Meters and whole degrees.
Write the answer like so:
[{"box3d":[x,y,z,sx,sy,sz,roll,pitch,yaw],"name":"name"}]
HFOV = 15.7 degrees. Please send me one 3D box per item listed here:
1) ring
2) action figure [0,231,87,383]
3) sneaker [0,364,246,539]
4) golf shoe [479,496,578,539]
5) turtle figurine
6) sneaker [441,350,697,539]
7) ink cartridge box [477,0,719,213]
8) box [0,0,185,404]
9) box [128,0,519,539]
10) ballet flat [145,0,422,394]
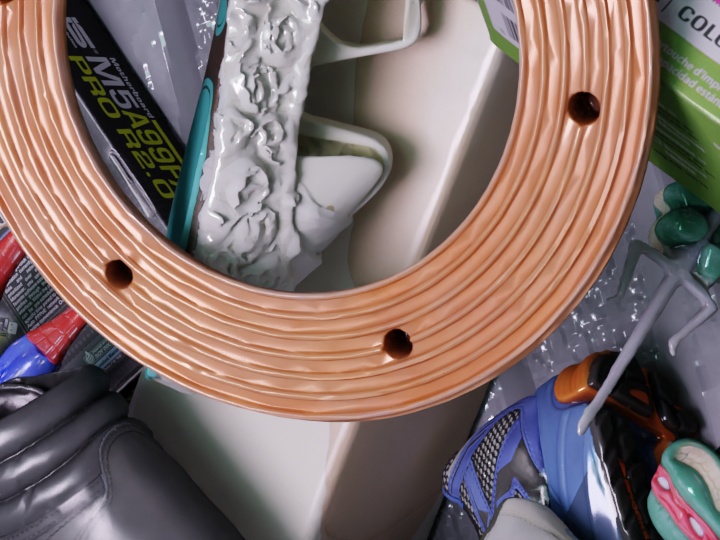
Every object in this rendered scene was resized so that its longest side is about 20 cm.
[{"box3d":[-0.017,-0.059,0.671,0.200,0.019,0.201,6,106,23],"name":"ring"},{"box3d":[-0.140,0.069,0.869,0.200,0.099,0.065,-47,67,-1],"name":"action figure"},{"box3d":[-0.117,0.092,0.804,0.200,0.071,0.099,-32,90,39],"name":"sneaker"},{"box3d":[-0.009,0.139,0.766,0.200,0.078,0.097,-26,51,14],"name":"golf shoe"},{"box3d":[0.139,0.030,0.732,0.200,0.101,0.150,-40,85,10],"name":"turtle figurine"},{"box3d":[0.078,0.129,0.795,0.078,0.075,0.201,-21,74,38],"name":"sneaker"},{"box3d":[0.144,-0.109,0.688,0.148,0.076,0.200,39,82,22],"name":"ink cartridge box"},{"box3d":[-0.145,0.006,0.923,0.200,0.044,0.160,-42,72,24],"name":"box"},{"box3d":[0.000,0.000,0.813,0.078,0.095,0.200,28,107,25],"name":"box"},{"box3d":[-0.017,-0.057,0.733,0.072,0.072,0.201,15,102,28],"name":"ballet flat"}]
